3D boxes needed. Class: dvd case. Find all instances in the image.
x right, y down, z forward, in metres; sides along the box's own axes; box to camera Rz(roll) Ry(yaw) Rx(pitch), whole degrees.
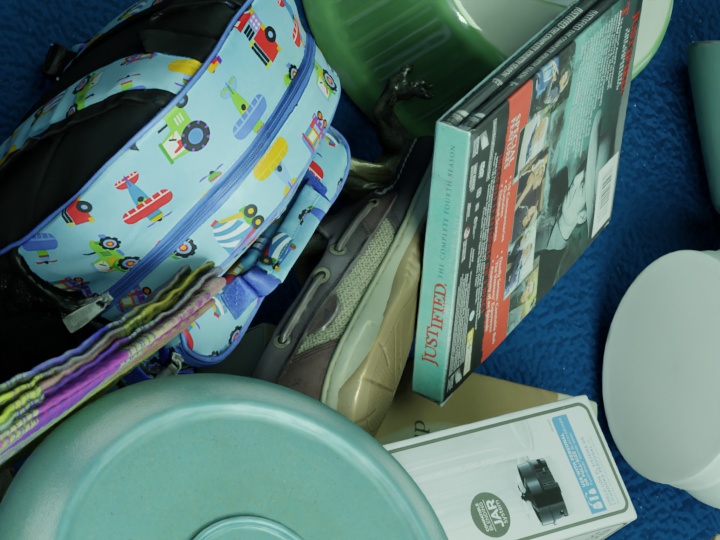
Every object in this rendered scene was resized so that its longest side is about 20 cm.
[{"bbox_3d":[0.082,-0.045,1.072,0.200,0.022,0.147,-42,144,-48],"label":"dvd case"}]

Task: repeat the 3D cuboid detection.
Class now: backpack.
[{"bbox_3d":[-0.081,-0.044,0.985,0.134,0.200,0.183,43,49,-15],"label":"backpack"}]

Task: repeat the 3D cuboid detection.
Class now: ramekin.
[{"bbox_3d":[0.074,-0.165,1.194,0.199,0.097,0.202,10,71,-31],"label":"ramekin"}]

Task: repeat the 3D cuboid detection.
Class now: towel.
[{"bbox_3d":[-0.140,0.063,0.852,0.023,0.143,0.200,53,30,0],"label":"towel"}]

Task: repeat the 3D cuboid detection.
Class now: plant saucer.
[{"bbox_3d":[-0.044,0.127,0.848,0.198,0.027,0.202,11,61,-20],"label":"plant saucer"}]

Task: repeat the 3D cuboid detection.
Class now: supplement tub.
[{"bbox_3d":[0.246,0.063,1.213,0.199,0.145,0.146,9,71,-32],"label":"supplement tub"}]

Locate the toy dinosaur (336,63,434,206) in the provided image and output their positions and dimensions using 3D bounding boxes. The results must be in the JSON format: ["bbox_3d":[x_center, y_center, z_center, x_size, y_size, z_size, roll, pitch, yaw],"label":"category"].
[{"bbox_3d":[0.025,-0.048,1.140,0.199,0.088,0.048,33,19,-21],"label":"toy dinosaur"}]

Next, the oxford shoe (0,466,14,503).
[{"bbox_3d":[-0.174,0.080,0.977,0.200,0.071,0.074,49,53,-12],"label":"oxford shoe"}]

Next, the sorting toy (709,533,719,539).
[{"bbox_3d":[0.074,0.220,1.001,0.069,0.199,0.200,34,30,6],"label":"sorting toy"}]

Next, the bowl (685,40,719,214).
[{"bbox_3d":[0.275,-0.062,1.259,0.199,0.200,0.106,8,91,-31],"label":"bowl"}]

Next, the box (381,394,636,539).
[{"bbox_3d":[0.005,0.119,0.964,0.199,0.117,0.061,-12,71,-31],"label":"box"}]

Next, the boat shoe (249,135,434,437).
[{"bbox_3d":[0.000,0.000,1.039,0.064,0.072,0.201,13,45,9],"label":"boat shoe"}]

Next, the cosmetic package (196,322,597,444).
[{"bbox_3d":[0.017,0.099,1.096,0.199,0.071,0.106,13,70,-30],"label":"cosmetic package"}]
